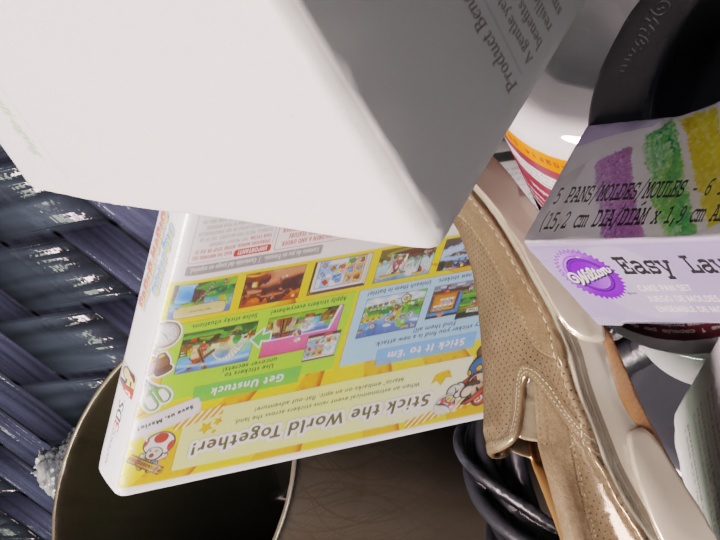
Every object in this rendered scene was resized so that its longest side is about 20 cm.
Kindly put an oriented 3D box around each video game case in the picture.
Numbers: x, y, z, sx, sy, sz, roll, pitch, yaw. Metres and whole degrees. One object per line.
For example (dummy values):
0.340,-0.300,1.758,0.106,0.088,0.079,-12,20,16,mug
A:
0.000,0.000,1.204,0.023,0.199,0.182,49,136,38,video game case

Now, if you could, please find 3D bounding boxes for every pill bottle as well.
0.121,-0.040,1.141,0.113,0.113,0.200,15,154,28,pill bottle

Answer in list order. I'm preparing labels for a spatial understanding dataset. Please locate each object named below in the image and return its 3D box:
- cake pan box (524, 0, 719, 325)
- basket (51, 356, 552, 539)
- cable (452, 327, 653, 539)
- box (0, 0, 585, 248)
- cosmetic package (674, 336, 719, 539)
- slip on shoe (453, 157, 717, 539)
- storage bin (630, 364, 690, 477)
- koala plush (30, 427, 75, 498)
0.164,-0.068,0.944,0.200,0.184,0.052,-1,140,50,cake pan box
-0.012,0.102,1.386,0.200,0.136,0.180,5,142,-42,basket
0.137,0.073,1.292,0.199,0.164,0.051,9,173,17,cable
-0.049,-0.140,1.023,0.199,0.172,0.199,8,145,38,box
0.241,0.093,1.122,0.199,0.165,0.165,-5,159,-8,cosmetic package
0.072,0.050,1.133,0.200,0.060,0.076,63,179,8,slip on shoe
0.167,0.111,1.400,0.134,0.146,0.200,35,158,8,storage bin
-0.113,0.165,1.831,0.200,0.184,0.177,49,148,3,koala plush
